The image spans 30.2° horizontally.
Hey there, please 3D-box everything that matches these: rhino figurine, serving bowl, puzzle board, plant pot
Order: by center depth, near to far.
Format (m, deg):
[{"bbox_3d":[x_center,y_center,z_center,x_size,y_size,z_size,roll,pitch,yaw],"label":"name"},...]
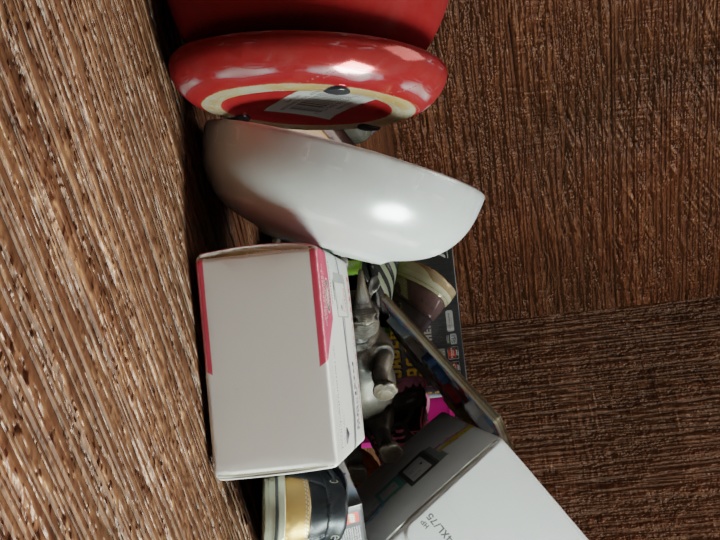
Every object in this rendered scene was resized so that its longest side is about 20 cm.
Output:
[{"bbox_3d":[-0.036,-0.191,0.850,0.200,0.200,0.183,46,46,-82],"label":"plant pot"},{"bbox_3d":[-0.019,-0.046,0.924,0.200,0.200,0.066,25,80,-84],"label":"serving bowl"},{"bbox_3d":[0.000,0.076,1.092,0.087,0.060,0.200,-100,-174,-49],"label":"rhino figurine"},{"bbox_3d":[0.081,0.107,1.215,0.151,0.017,0.200,47,-6,21],"label":"puzzle board"}]

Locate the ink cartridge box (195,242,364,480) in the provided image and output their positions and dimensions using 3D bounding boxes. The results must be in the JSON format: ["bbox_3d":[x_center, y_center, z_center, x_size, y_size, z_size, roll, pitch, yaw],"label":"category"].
[{"bbox_3d":[-0.051,0.060,0.933,0.200,0.083,0.147,21,63,-84],"label":"ink cartridge box"}]

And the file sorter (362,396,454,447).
[{"bbox_3d":[0.031,0.125,1.497,0.125,0.139,0.200,81,4,-58],"label":"file sorter"}]

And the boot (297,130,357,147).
[{"bbox_3d":[-0.041,-0.142,1.134,0.200,0.072,0.167,18,59,-59],"label":"boot"}]

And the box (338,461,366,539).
[{"bbox_3d":[-0.021,0.233,1.118,0.110,0.035,0.200,-118,-163,-53],"label":"box"}]

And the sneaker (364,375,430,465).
[{"bbox_3d":[0.035,0.158,1.297,0.200,0.079,0.095,47,37,-72],"label":"sneaker"}]

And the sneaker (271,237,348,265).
[{"bbox_3d":[-0.052,-0.009,1.167,0.200,0.075,0.081,-88,-170,-68],"label":"sneaker"}]

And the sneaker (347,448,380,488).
[{"bbox_3d":[-0.010,0.273,1.305,0.092,0.076,0.200,128,-44,-66],"label":"sneaker"}]

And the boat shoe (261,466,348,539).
[{"bbox_3d":[-0.040,0.170,0.956,0.200,0.062,0.075,120,-30,-81],"label":"boat shoe"}]

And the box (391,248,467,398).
[{"bbox_3d":[0.027,0.040,1.425,0.048,0.158,0.200,78,8,-69],"label":"box"}]

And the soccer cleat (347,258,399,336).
[{"bbox_3d":[0.000,0.000,1.223,0.081,0.067,0.200,71,16,-58],"label":"soccer cleat"}]

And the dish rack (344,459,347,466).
[{"bbox_3d":[-0.042,0.101,1.223,0.200,0.043,0.172,-89,172,-56],"label":"dish rack"}]

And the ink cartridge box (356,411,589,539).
[{"bbox_3d":[0.088,0.233,1.166,0.147,0.146,0.200,49,-8,-7],"label":"ink cartridge box"}]

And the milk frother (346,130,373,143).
[{"bbox_3d":[0.005,-0.231,1.303,0.188,0.200,0.181,33,47,-84],"label":"milk frother"}]

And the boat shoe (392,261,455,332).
[{"bbox_3d":[0.005,0.020,1.314,0.065,0.200,0.072,-56,131,-20],"label":"boat shoe"}]
